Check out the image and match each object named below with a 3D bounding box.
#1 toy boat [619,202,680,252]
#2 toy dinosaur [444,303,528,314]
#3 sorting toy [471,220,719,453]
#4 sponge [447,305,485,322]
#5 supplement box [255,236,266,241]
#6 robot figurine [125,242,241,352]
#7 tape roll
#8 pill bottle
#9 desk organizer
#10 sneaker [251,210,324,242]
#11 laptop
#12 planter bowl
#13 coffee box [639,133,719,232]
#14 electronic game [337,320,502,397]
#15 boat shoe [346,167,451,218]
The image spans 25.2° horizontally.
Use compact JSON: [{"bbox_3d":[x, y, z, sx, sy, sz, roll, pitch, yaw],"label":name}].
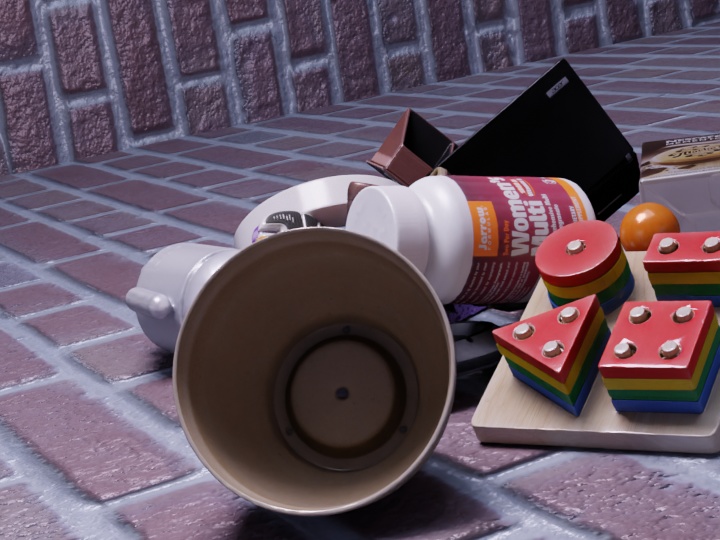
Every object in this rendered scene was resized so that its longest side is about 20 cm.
[{"bbox_3d":[0.252,0.006,1.381,0.130,0.132,0.200,-11,13,-10],"label":"toy boat"},{"bbox_3d":[0.128,0.012,1.516,0.199,0.078,0.102,-3,-1,-32],"label":"toy dinosaur"},{"bbox_3d":[0.198,0.039,1.230,0.198,0.070,0.200,-1,42,33],"label":"sorting toy"},{"bbox_3d":[0.082,0.025,1.663,0.111,0.030,0.200,0,16,37],"label":"sponge"},{"bbox_3d":[0.000,0.000,1.533,0.199,0.067,0.069,-3,10,-27],"label":"supplement box"},{"bbox_3d":[-0.149,0.032,1.599,0.169,0.114,0.199,-4,7,-37],"label":"robot figurine"},{"bbox_3d":[-0.036,-0.033,1.725,0.201,0.037,0.203,-12,-27,-6],"label":"tape roll"},{"bbox_3d":[0.095,-0.026,1.378,0.199,0.110,0.109,-1,7,-29],"label":"pill bottle"},{"bbox_3d":[0.112,-0.087,1.754,0.077,0.200,0.072,-54,17,0],"label":"desk organizer"},{"bbox_3d":[-0.058,0.005,1.663,0.083,0.081,0.200,-17,-28,23],"label":"sneaker"},{"bbox_3d":[0.176,-0.085,1.587,0.177,0.103,0.200,-40,-18,3],"label":"laptop"},{"bbox_3d":[-0.021,0.082,1.167,0.199,0.202,0.135,-7,-14,10],"label":"planter bowl"},{"bbox_3d":[0.334,-0.078,1.581,0.112,0.080,0.200,-7,13,12],"label":"coffee box"},{"bbox_3d":[0.040,0.080,1.409,0.199,0.042,0.200,-10,5,1],"label":"electronic game"},{"bbox_3d":[0.078,-0.060,1.481,0.199,0.072,0.072,-3,-3,-20],"label":"boat shoe"}]
